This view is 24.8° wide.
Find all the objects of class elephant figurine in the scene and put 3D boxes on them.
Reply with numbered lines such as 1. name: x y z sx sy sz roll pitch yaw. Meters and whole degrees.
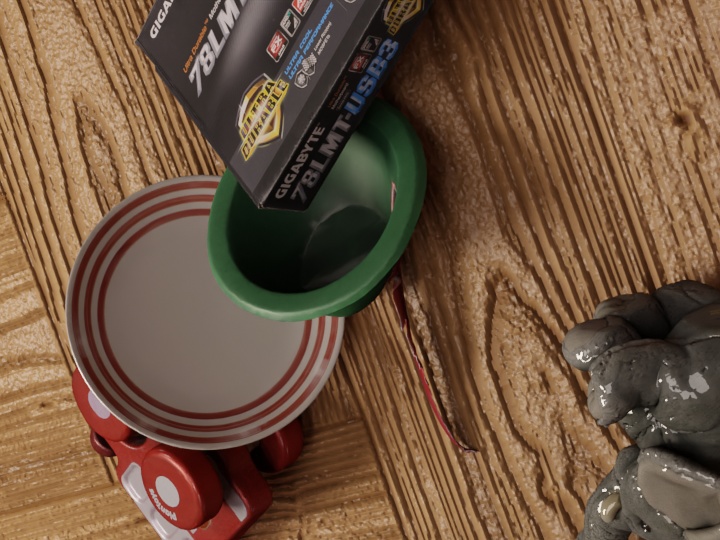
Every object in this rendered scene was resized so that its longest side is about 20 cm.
1. elephant figurine: 0.211 0.117 1.037 0.141 0.155 0.200 -18 109 -11

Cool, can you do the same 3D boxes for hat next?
1. hat: 0.000 0.000 1.178 0.165 0.176 0.200 4 67 30

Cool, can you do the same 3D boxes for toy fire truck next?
1. toy fire truck: -0.150 0.130 1.250 0.200 0.112 0.168 50 138 10

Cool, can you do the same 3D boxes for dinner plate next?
1. dinner plate: -0.111 0.030 1.177 0.200 0.200 0.024 55 163 6

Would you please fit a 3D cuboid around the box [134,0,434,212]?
1. box: -0.055 -0.176 1.105 0.199 0.050 0.200 51 122 33
